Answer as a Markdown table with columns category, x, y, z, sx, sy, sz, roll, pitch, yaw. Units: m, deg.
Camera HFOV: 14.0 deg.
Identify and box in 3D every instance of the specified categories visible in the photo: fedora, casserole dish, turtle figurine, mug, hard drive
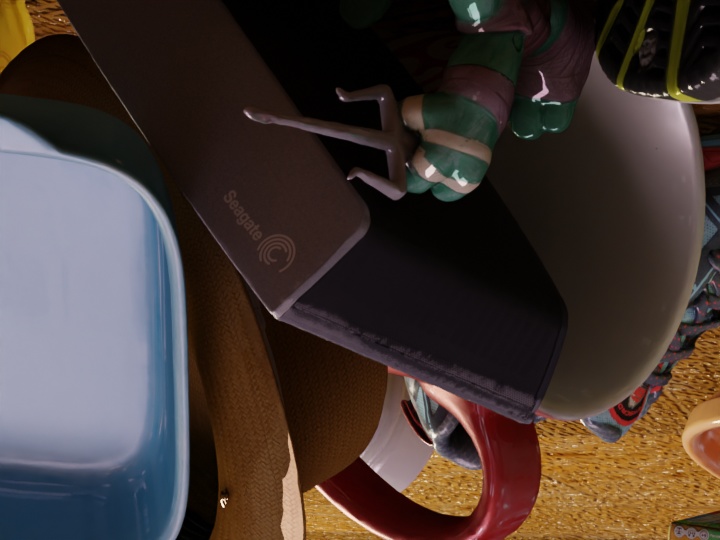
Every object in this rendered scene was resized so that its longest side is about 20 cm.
| category | x | y | z | sx | sy | sz | roll | pitch | yaw |
| --- | --- | --- | --- | --- | --- | --- | --- | --- | --- |
| fedora | -0.049 | 0.014 | 0.933 | 0.082 | 0.201 | 0.201 | -20 | -176 | -30 |
| casserole dish | -0.107 | 0.016 | 0.837 | 0.121 | 0.039 | 0.200 | 6 | 135 | 3 |
| turtle figurine | 0.007 | -0.092 | 0.801 | 0.150 | 0.101 | 0.200 | 57 | -171 | 14 |
| mug | -0.006 | -0.007 | 1.020 | 0.200 | 0.178 | 0.133 | 8 | 162 | 40 |
| hard drive | -0.021 | -0.047 | 0.865 | 0.135 | 0.042 | 0.200 | 25 | -156 | -48 |

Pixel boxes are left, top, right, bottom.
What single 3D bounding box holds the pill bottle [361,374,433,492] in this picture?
| category | x | y | z | sx | sy | sz | roll | pitch | yaw |
| --- | --- | --- | --- | --- | --- | --- | --- | --- | --- |
| pill bottle | -0.061 | 0.037 | 1.335 | 0.200 | 0.111 | 0.111 | 24 | 162 | -33 |

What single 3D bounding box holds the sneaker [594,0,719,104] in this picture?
| category | x | y | z | sx | sy | sz | roll | pitch | yaw |
| --- | --- | --- | --- | --- | --- | --- | --- | --- | --- |
| sneaker | 0.136 | -0.079 | 0.805 | 0.076 | 0.076 | 0.200 | 11 | 175 | -29 |

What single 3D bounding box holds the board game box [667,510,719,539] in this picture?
| category | x | y | z | sx | sy | sz | roll | pitch | yaw |
| --- | --- | --- | --- | --- | --- | --- | --- | --- | --- |
| board game box | 0.242 | 0.129 | 1.201 | 0.165 | 0.057 | 0.200 | 7 | -174 | 33 |

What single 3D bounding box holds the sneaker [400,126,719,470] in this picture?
| category | x | y | z | sx | sy | sz | roll | pitch | yaw |
| --- | --- | --- | --- | --- | --- | --- | --- | --- | --- |
| sneaker | 0.104 | 0.020 | 1.066 | 0.200 | 0.096 | 0.079 | -23 | 139 | 30 |

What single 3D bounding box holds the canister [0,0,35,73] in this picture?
| category | x | y | z | sx | sy | sz | roll | pitch | yaw |
| --- | --- | --- | --- | --- | --- | --- | --- | --- | --- |
| canister | -0.241 | -0.063 | 1.079 | 0.200 | 0.149 | 0.087 | 12 | 147 | 18 |

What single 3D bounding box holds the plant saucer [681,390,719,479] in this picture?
| category | x | y | z | sx | sy | sz | roll | pitch | yaw |
| --- | --- | --- | --- | --- | --- | --- | --- | --- | --- |
| plant saucer | 0.250 | 0.086 | 1.351 | 0.200 | 0.038 | 0.200 | 15 | 165 | 4 |
